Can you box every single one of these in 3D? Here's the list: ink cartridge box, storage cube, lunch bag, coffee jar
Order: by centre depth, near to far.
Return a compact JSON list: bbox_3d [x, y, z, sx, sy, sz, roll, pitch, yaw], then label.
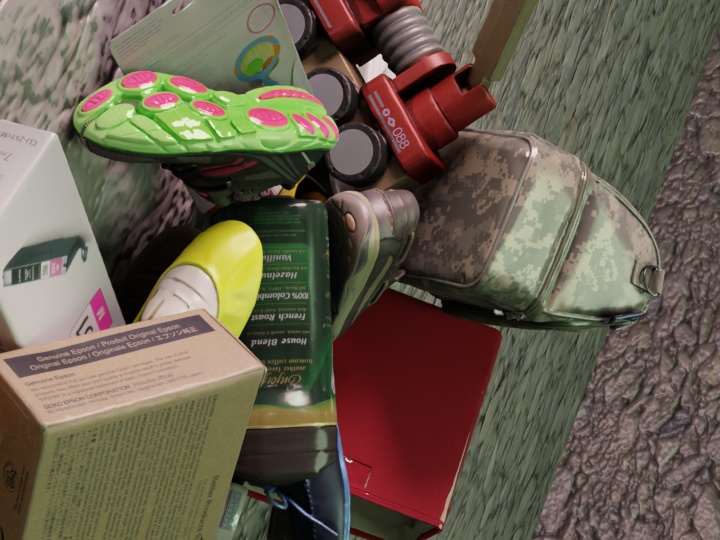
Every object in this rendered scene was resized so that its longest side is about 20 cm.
[{"bbox_3d":[-0.216,0.040,0.930,0.201,0.043,0.175,82,29,-53],"label":"ink cartridge box"},{"bbox_3d":[-0.163,0.135,0.980,0.164,0.075,0.202,-13,132,-42],"label":"ink cartridge box"},{"bbox_3d":[-0.063,0.053,1.124,0.104,0.084,0.202,146,-58,-75],"label":"coffee jar"},{"bbox_3d":[0.126,-0.023,1.248,0.167,0.199,0.141,22,84,-31],"label":"lunch bag"},{"bbox_3d":[0.001,0.124,1.362,0.171,0.198,0.181,118,-8,-71],"label":"storage cube"}]

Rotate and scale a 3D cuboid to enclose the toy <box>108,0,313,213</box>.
[{"bbox_3d":[-0.102,-0.135,1.078,0.115,0.047,0.201,-37,145,-9],"label":"toy"}]

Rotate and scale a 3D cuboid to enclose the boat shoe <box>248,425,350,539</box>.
[{"bbox_3d":[-0.057,0.141,1.212,0.084,0.068,0.202,-23,-105,61],"label":"boat shoe"}]

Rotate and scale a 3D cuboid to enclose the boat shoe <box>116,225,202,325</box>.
[{"bbox_3d":[-0.144,0.064,1.124,0.076,0.071,0.202,-2,114,-70],"label":"boat shoe"}]

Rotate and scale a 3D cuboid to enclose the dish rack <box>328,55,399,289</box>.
[{"bbox_3d":[0.026,-0.104,1.377,0.172,0.043,0.202,57,28,-47],"label":"dish rack"}]

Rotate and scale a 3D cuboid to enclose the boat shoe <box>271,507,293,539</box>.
[{"bbox_3d":[-0.037,0.209,1.569,0.068,0.071,0.202,-18,123,-67],"label":"boat shoe"}]

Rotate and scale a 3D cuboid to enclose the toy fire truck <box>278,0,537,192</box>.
[{"bbox_3d":[0.040,-0.173,1.184,0.199,0.177,0.129,-31,165,11],"label":"toy fire truck"}]

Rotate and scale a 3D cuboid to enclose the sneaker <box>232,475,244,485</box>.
[{"bbox_3d":[-0.111,0.094,1.237,0.096,0.079,0.202,-57,156,-47],"label":"sneaker"}]

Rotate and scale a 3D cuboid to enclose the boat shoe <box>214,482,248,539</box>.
[{"bbox_3d":[-0.143,0.200,1.238,0.201,0.071,0.071,127,-16,-63],"label":"boat shoe"}]

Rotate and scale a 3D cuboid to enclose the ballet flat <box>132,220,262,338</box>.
[{"bbox_3d":[-0.133,0.055,1.044,0.201,0.067,0.067,-56,165,9],"label":"ballet flat"}]

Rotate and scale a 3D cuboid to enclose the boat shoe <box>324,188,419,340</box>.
[{"bbox_3d":[0.000,0.000,1.207,0.200,0.073,0.075,123,-51,-63],"label":"boat shoe"}]

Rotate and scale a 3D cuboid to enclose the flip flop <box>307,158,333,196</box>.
[{"bbox_3d":[-0.027,-0.070,1.373,0.201,0.057,0.081,85,28,-50],"label":"flip flop"}]

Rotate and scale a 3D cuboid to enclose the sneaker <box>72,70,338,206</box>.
[{"bbox_3d":[-0.101,-0.079,1.034,0.199,0.077,0.084,2,130,-41],"label":"sneaker"}]

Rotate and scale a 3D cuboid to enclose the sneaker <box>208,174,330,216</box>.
[{"bbox_3d":[-0.063,-0.036,1.259,0.200,0.081,0.079,55,54,-68],"label":"sneaker"}]
